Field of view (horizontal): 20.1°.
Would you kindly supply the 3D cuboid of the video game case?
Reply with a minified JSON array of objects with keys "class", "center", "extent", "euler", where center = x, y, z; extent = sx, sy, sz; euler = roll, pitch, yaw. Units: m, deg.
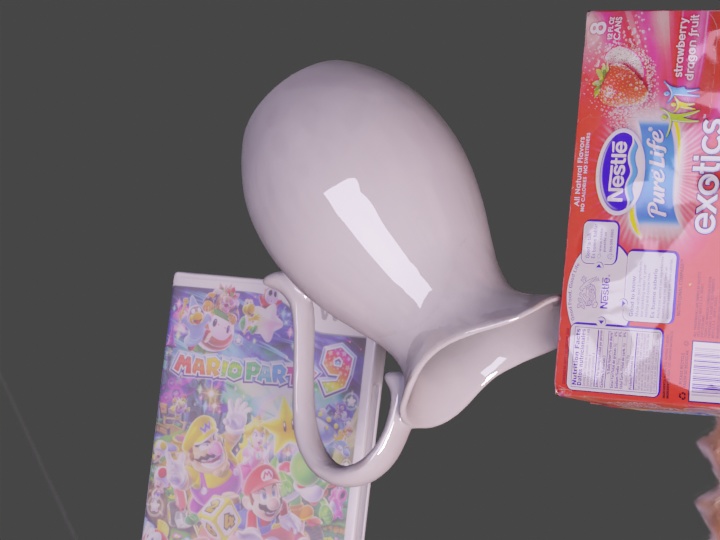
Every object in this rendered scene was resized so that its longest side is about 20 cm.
[{"class":"video game case","center":[-0.058,0.106,1.188],"extent":[0.142,0.018,0.202],"euler":[5,85,28]}]

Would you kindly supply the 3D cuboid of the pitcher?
[{"class":"pitcher","center":[0.000,0.000,1.107],"extent":[0.171,0.121,0.201],"euler":[-41,62,12]}]

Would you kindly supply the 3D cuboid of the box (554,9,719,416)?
[{"class":"box","center":[0.168,-0.028,1.046],"extent":[0.099,0.095,0.202],"euler":[3,85,27]}]
